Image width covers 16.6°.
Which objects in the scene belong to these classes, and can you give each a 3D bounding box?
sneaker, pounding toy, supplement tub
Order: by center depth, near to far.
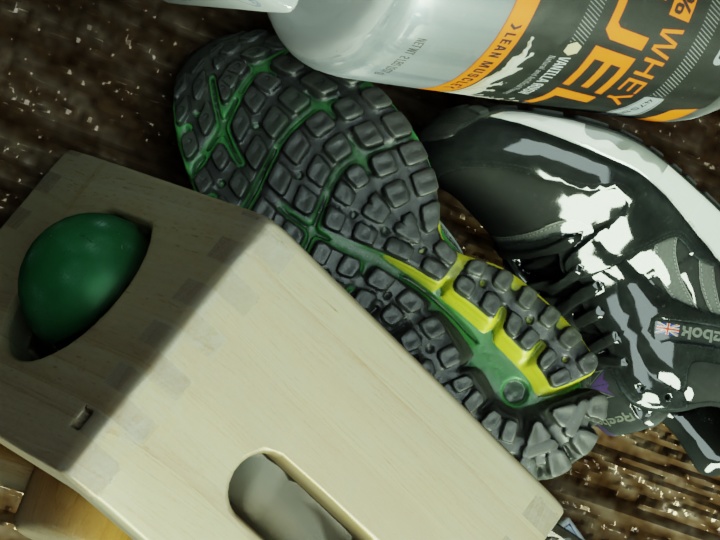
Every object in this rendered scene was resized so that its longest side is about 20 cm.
[{"bbox_3d":[-0.080,0.055,0.831,0.200,0.184,0.142,45,77,-29],"label":"pounding toy"},{"bbox_3d":[0.074,-0.119,0.886,0.200,0.122,0.123,5,95,-31],"label":"supplement tub"},{"bbox_3d":[0.000,0.000,0.904,0.078,0.085,0.200,-40,94,-15],"label":"sneaker"},{"bbox_3d":[0.099,0.012,0.928,0.200,0.076,0.088,31,68,-28],"label":"sneaker"}]

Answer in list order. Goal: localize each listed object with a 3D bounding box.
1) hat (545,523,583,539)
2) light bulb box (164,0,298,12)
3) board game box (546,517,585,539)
[{"bbox_3d":[0.045,0.179,0.878,0.200,0.081,0.201,3,81,-19],"label":"hat"},{"bbox_3d":[-0.084,-0.213,0.782,0.200,0.125,0.198,26,86,-24],"label":"light bulb box"},{"bbox_3d":[0.056,0.232,0.940,0.200,0.041,0.200,-36,94,-21],"label":"board game box"}]
